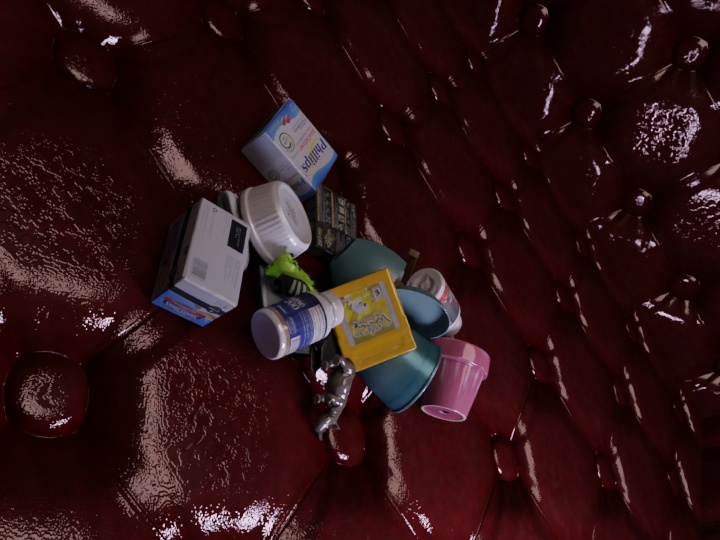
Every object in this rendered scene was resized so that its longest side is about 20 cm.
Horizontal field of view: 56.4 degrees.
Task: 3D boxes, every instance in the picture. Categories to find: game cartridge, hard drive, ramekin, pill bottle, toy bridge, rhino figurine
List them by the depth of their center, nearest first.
[{"bbox_3d":[-0.133,0.111,1.476,0.198,0.110,0.113,-20,84,-42],"label":"pill bottle"},{"bbox_3d":[-0.061,0.288,1.521,0.087,0.059,0.204,13,92,-55],"label":"rhino figurine"},{"bbox_3d":[-0.180,0.097,1.562,0.138,0.033,0.204,16,58,-45],"label":"hard drive"},{"bbox_3d":[-0.191,-0.115,1.570,0.204,0.093,0.204,58,18,-31],"label":"ramekin"},{"bbox_3d":[0.020,0.118,1.581,0.032,0.173,0.204,113,-44,-82],"label":"game cartridge"},{"bbox_3d":[0.106,0.040,1.768,0.027,0.203,0.067,24,6,12],"label":"toy bridge"},{"bbox_3d":[0.201,0.093,1.779,0.201,0.109,0.112,53,33,-46],"label":"pill bottle"}]

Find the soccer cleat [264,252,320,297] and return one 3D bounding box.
[{"bbox_3d":[-0.152,0.037,1.557,0.201,0.080,0.068,56,10,-45],"label":"soccer cleat"}]

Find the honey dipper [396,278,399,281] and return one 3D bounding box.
[{"bbox_3d":[0.035,0.076,1.756,0.200,0.038,0.038,-47,108,-21],"label":"honey dipper"}]

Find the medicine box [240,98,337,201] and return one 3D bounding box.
[{"bbox_3d":[-0.180,-0.305,1.745,0.200,0.102,0.184,47,40,-19],"label":"medicine box"}]

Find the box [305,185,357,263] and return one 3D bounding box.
[{"bbox_3d":[-0.076,-0.115,1.803,0.160,0.049,0.204,26,51,-42],"label":"box"}]

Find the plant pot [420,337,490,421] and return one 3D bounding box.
[{"bbox_3d":[0.244,0.305,1.838,0.199,0.198,0.182,34,61,-33],"label":"plant pot"}]

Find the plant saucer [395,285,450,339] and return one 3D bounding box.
[{"bbox_3d":[0.132,0.098,1.677,0.200,0.198,0.036,42,49,-26],"label":"plant saucer"}]

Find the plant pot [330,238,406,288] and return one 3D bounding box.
[{"bbox_3d":[0.000,0.000,1.699,0.135,0.199,0.201,46,39,-7],"label":"plant pot"}]

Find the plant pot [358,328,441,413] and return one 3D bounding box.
[{"bbox_3d":[0.070,0.216,1.675,0.187,0.200,0.201,39,42,-9],"label":"plant pot"}]

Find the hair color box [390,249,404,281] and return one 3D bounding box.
[{"bbox_3d":[0.088,0.058,1.856,0.202,0.098,0.061,59,36,-6],"label":"hair color box"}]

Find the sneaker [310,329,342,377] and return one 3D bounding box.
[{"bbox_3d":[-0.072,0.173,1.615,0.199,0.059,0.106,-24,96,-67],"label":"sneaker"}]

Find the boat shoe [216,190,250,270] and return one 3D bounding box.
[{"bbox_3d":[-0.272,-0.090,1.527,0.066,0.073,0.204,8,63,-47],"label":"boat shoe"}]

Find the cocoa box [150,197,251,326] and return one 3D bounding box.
[{"bbox_3d":[-0.324,-0.015,1.373,0.132,0.130,0.203,31,47,-34],"label":"cocoa box"}]
